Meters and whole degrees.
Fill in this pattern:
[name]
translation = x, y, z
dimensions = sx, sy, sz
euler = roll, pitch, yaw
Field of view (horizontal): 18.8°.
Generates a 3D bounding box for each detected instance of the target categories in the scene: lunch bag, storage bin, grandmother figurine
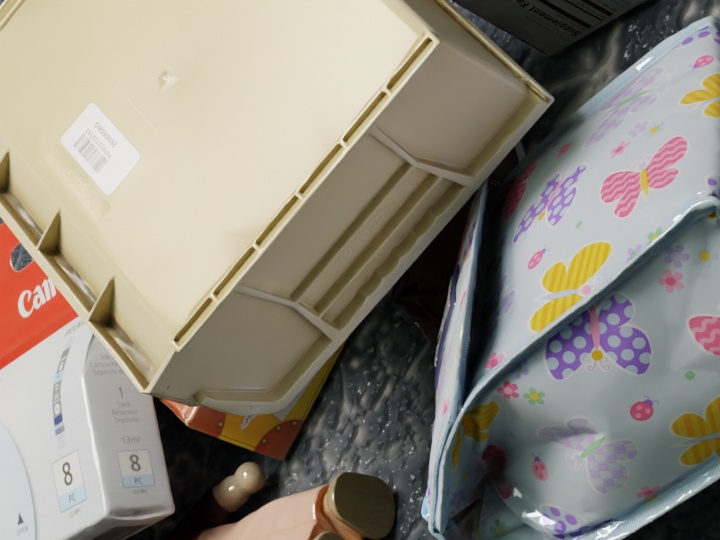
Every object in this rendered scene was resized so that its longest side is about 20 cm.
[lunch bag]
translation = 0.101, 0.015, 0.910
dimensions = 0.200, 0.127, 0.170
euler = -40, 19, 28
[storage bin]
translation = -0.061, -0.071, 0.955
dimensions = 0.199, 0.094, 0.200
euler = -49, 59, 12
[grandmother figurine]
translation = -0.075, 0.158, 1.110
dimensions = 0.200, 0.061, 0.121
euler = -18, 33, 42

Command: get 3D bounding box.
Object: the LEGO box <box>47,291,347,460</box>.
[LEGO box]
translation = -0.060, -0.025, 1.156
dimensions = 0.149, 0.077, 0.200
euler = 32, 96, 46

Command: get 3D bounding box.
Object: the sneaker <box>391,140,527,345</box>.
[sneaker]
translation = 0.000, 0.000, 1.041
dimensions = 0.200, 0.076, 0.116
euler = -22, 94, 3

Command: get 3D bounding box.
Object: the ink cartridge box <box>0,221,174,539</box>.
[ink cartridge box]
translation = -0.175, 0.057, 1.153
dimensions = 0.160, 0.047, 0.200
euler = -32, 67, 47

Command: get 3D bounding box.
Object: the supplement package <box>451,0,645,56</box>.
[supplement package]
translation = 0.109, -0.246, 1.035
dimensions = 0.200, 0.147, 0.191
euler = -28, 55, 33
